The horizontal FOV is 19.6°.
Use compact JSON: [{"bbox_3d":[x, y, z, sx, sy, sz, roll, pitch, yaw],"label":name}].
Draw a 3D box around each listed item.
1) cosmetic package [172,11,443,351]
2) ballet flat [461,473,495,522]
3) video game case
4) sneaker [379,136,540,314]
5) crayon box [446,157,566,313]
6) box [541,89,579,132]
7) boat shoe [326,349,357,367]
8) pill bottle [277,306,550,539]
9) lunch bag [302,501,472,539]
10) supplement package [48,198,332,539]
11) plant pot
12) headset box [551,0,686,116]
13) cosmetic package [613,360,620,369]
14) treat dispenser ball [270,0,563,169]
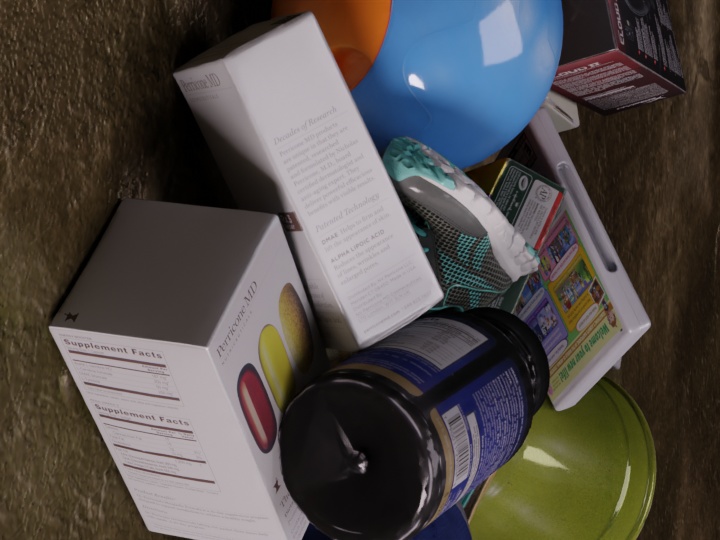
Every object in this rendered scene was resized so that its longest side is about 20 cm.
[{"bbox_3d":[-0.033,-0.054,1.306,0.074,0.102,0.201,-31,102,-20],"label":"cosmetic package"},{"bbox_3d":[0.048,0.192,1.513,0.201,0.068,0.063,-57,170,-12],"label":"ballet flat"},{"bbox_3d":[0.145,-0.004,1.587,0.183,0.022,0.200,66,-18,14],"label":"video game case"},{"bbox_3d":[0.051,-0.015,1.371,0.091,0.078,0.200,-48,146,-2],"label":"sneaker"},{"bbox_3d":[0.061,0.026,1.542,0.201,0.058,0.172,-65,-168,-11],"label":"crayon box"},{"bbox_3d":[0.102,-0.202,1.614,0.078,0.094,0.201,26,55,-61],"label":"box"},{"bbox_3d":[0.000,0.000,1.529,0.072,0.076,0.201,24,74,-66],"label":"boat shoe"},{"bbox_3d":[0.042,0.090,1.315,0.200,0.111,0.113,-27,121,-57],"label":"pill bottle"},{"bbox_3d":[-0.019,0.209,1.403,0.133,0.199,0.136,-99,170,-49],"label":"lunch bag"},{"bbox_3d":[-0.093,0.067,1.290,0.201,0.109,0.114,71,34,-45],"label":"supplement package"},{"bbox_3d":[0.113,0.150,1.716,0.193,0.199,0.202,30,69,-52],"label":"plant pot"},{"bbox_3d":[0.168,-0.209,1.554,0.200,0.077,0.150,10,67,-64],"label":"headset box"},{"bbox_3d":[0.167,0.037,1.877,0.200,0.101,0.075,26,73,-64],"label":"cosmetic package"},{"bbox_3d":[0.038,-0.165,1.416,0.201,0.200,0.202,7,90,-67],"label":"treat dispenser ball"}]
